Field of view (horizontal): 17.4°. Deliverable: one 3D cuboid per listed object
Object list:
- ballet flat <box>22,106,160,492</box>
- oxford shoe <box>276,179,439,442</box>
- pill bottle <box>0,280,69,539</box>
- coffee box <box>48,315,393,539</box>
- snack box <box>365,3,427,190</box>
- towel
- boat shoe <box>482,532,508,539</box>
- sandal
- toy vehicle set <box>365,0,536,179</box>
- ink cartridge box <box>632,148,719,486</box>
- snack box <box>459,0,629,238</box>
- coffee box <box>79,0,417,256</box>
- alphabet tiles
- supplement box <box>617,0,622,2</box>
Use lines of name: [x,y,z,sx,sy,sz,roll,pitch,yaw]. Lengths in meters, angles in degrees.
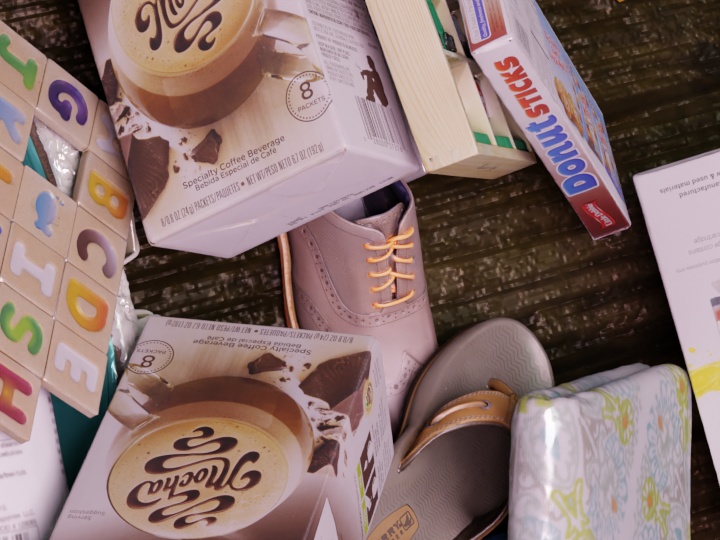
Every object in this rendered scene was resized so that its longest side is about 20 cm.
ballet flat: [-0.126,0.007,1.121,0.071,0.072,0.202,-10,84,-27]
oxford shoe: [0.000,0.000,1.178,0.071,0.073,0.201,-26,96,-27]
pill bottle: [-0.192,0.067,1.050,0.113,0.113,0.202,-9,85,-27]
coffee box: [-0.064,0.118,1.018,0.112,0.080,0.201,4,42,14]
snack box: [-0.012,-0.138,1.198,0.024,0.072,0.201,-22,91,-27]
towel: [0.118,0.137,1.163,0.200,0.048,0.173,-9,97,-65]
boat shoe: [0.016,0.212,1.155,0.200,0.084,0.069,-41,96,-9]
sandal: [0.045,0.092,1.129,0.082,0.054,0.200,57,45,-8]
toy vehicle set: [0.041,-0.109,1.161,0.026,0.200,0.125,-20,88,12]
ink cartridge box: [0.237,0.029,1.257,0.145,0.083,0.201,-13,87,-55]
snack box: [0.092,-0.092,1.184,0.200,0.024,0.072,49,25,-56]
coffee box: [-0.064,-0.122,1.112,0.080,0.113,0.201,11,58,-62]
alphabet tiles: [-0.166,-0.030,1.031,0.167,0.008,0.201,39,40,-34]
supplement box: [0.186,-0.281,1.248,0.133,0.200,0.198,38,67,-15]
